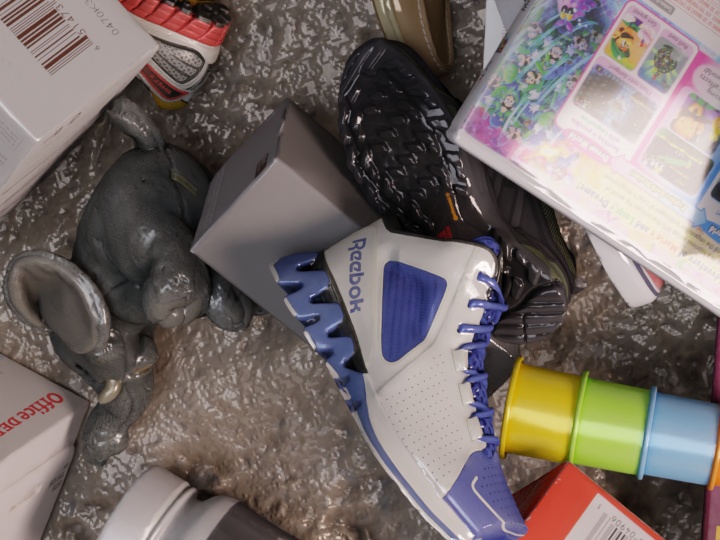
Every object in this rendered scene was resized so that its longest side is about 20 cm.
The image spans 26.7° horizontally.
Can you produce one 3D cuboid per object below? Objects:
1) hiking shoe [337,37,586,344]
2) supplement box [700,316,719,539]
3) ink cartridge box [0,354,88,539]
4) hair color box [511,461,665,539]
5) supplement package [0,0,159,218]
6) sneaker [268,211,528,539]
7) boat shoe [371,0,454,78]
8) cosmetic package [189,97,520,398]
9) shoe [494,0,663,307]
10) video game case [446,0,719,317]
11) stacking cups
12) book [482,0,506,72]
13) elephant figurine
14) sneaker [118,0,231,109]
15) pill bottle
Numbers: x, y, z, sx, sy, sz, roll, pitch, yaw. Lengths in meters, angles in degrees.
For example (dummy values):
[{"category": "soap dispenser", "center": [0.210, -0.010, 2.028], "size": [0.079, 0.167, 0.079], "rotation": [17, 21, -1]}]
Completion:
[{"category": "hiking shoe", "center": [0.060, -0.052, 0.907], "size": [0.075, 0.101, 0.201], "rotation": [-32, 92, 26]}, {"category": "supplement box", "center": [0.264, 0.106, 0.907], "size": [0.109, 0.086, 0.202], "rotation": [5, 104, 15]}, {"category": "ink cartridge box", "center": [-0.322, 0.128, 1.051], "size": [0.199, 0.147, 0.146], "rotation": [27, 108, 10]}, {"category": "hair color box", "center": [0.125, 0.186, 0.909], "size": [0.111, 0.200, 0.064], "rotation": [39, 75, 5]}, {"category": "supplement package", "center": [-0.235, -0.108, 0.940], "size": [0.117, 0.117, 0.200], "rotation": [47, 141, -7]}, {"category": "sneaker", "center": [0.044, 0.044, 0.810], "size": [0.115, 0.081, 0.200], "rotation": [-35, 69, 4]}, {"category": "boat shoe", "center": [0.037, -0.213, 0.911], "size": [0.064, 0.071, 0.202], "rotation": [-7, 99, 18]}, {"category": "cosmetic package", "center": [0.000, 0.000, 0.923], "size": [0.199, 0.107, 0.090], "rotation": [38, 111, -13]}, {"category": "shoe", "center": [0.154, -0.084, 0.859], "size": [0.090, 0.071, 0.202], "rotation": [-22, 95, 13]}, {"category": "video game case", "center": [0.174, -0.097, 0.818], "size": [0.199, 0.024, 0.183], "rotation": [31, 94, -15]}, {"category": "stacking cups", "center": [0.179, 0.099, 0.854], "size": [0.198, 0.061, 0.061], "rotation": [12, 105, 10]}, {"category": "book", "center": [0.174, -0.156, 0.898], "size": [0.198, 0.048, 0.135], "rotation": [4, 102, 13]}, {"category": "elephant figurine", "center": [-0.162, 0.016, 0.995], "size": [0.199, 0.141, 0.156], "rotation": [-28, 58, 32]}, {"category": "sneaker", "center": [-0.186, -0.166, 0.984], "size": [0.199, 0.078, 0.083], "rotation": [25, 112, 11]}, {"category": "pill bottle", "center": [-0.080, 0.223, 1.020], "size": [0.199, 0.113, 0.114], "rotation": [30, 109, 7]}]
